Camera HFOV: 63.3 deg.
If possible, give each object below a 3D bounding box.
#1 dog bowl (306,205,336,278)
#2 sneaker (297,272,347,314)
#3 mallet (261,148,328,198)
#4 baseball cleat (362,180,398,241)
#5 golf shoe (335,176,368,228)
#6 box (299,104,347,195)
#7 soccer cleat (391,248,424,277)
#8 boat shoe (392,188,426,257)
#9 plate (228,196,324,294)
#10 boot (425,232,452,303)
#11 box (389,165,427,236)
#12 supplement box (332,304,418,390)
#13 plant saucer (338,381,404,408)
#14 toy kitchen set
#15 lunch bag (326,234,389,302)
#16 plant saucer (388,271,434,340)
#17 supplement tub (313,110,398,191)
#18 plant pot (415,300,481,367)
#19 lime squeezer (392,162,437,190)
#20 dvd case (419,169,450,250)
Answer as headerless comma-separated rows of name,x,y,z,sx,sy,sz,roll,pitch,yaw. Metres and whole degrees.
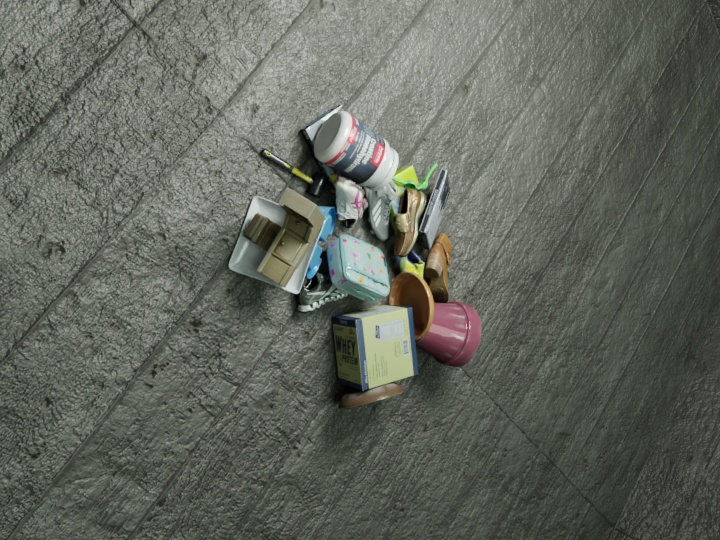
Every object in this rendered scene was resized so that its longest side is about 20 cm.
dog bowl,-0.124,-0.081,1.563,0.111,0.049,0.203,44,65,-77
sneaker,-0.093,0.042,1.621,0.198,0.066,0.092,-23,113,-27
mallet,-0.169,-0.272,1.544,0.199,0.041,0.066,37,78,-28
baseball cleat,0.066,-0.181,1.670,0.070,0.105,0.203,-46,124,-52
golf shoe,-0.031,-0.180,1.576,0.093,0.072,0.200,-63,160,-12
box,-0.063,-0.329,1.604,0.136,0.038,0.202,-39,116,-23
soccer cleat,0.164,0.010,1.773,0.202,0.083,0.065,63,31,-22
boat shoe,0.127,-0.141,1.690,0.073,0.075,0.203,20,80,-26
plate,-0.214,-0.065,1.495,0.197,0.032,0.202,19,86,4
boot,0.259,-0.003,1.852,0.201,0.073,0.156,74,31,-46
box,0.134,-0.196,1.751,0.121,0.047,0.202,-33,113,-25
supplement box,0.043,0.216,1.686,0.197,0.134,0.203,-9,95,-32
plant saucer,0.028,0.353,1.682,0.198,0.200,0.037,-9,82,-32
toy kitchen set,-0.210,-0.093,1.393,0.162,0.180,0.202,30,87,6
lunch bag,0.000,0.000,1.622,0.199,0.077,0.162,23,47,-42
plant saucer,0.153,0.103,1.715,0.037,0.199,0.204,-5,100,-34
supplement tub,-0.011,-0.310,1.534,0.199,0.140,0.142,27,82,-33
plant pot,0.241,0.180,1.794,0.177,0.199,0.203,18,87,-28
lime squeezer,0.158,-0.267,1.708,0.198,0.038,0.072,-15,104,-30
dvd case,0.225,-0.179,1.755,0.150,0.024,0.202,56,53,-69
